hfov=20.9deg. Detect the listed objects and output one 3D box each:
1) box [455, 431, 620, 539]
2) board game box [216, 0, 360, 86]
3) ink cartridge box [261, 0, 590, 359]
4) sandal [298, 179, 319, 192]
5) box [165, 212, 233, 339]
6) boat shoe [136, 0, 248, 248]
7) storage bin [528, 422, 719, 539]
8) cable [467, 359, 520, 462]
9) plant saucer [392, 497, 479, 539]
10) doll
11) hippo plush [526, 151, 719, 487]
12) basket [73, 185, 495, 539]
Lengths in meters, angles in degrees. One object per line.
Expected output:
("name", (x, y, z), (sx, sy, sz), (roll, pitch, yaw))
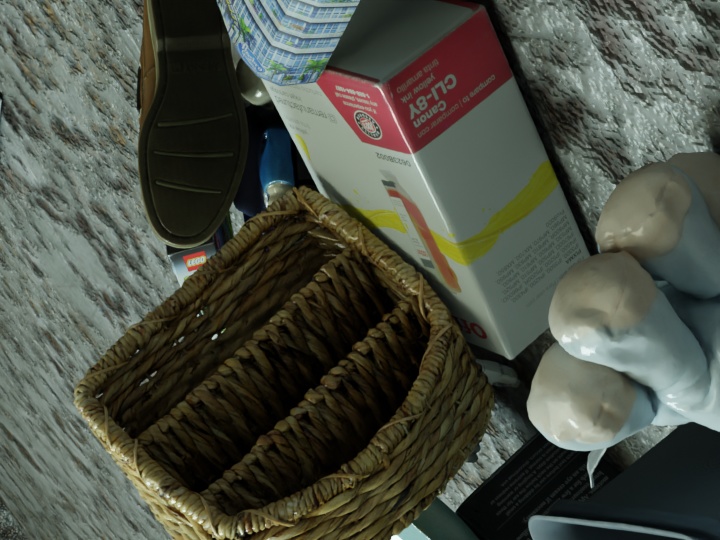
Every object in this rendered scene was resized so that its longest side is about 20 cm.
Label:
("box", (0.167, 0.226, 1.332), (0.200, 0.104, 0.148), (40, 157, 24))
("board game box", (-0.052, -0.225, 1.002), (0.200, 0.061, 0.201), (123, 132, -62))
("ink cartridge box", (0.038, -0.060, 1.142), (0.145, 0.083, 0.200), (22, 146, 53))
("sandal", (0.000, 0.000, 1.362), (0.200, 0.055, 0.082), (37, 155, 34))
("box", (-0.119, -0.047, 1.412), (0.110, 0.035, 0.200), (73, -177, -46))
("boat shoe", (-0.113, -0.108, 1.293), (0.068, 0.072, 0.201), (132, 142, -73))
("storage bin", (0.215, 0.153, 1.069), (0.146, 0.134, 0.200), (55, 160, -12))
("cable", (-0.010, 0.094, 1.356), (0.200, 0.199, 0.070), (168, 107, -66))
("plant saucer", (0.032, 0.178, 1.306), (0.201, 0.039, 0.201), (36, 160, 16))
("doll", (-0.064, -0.056, 1.331), (0.137, 0.048, 0.201), (-125, 28, -61))
("hippo plush", (0.184, 0.055, 0.932), (0.160, 0.159, 0.201), (25, 130, 28))
("basket", (-0.036, 0.075, 1.120), (0.143, 0.200, 0.149), (23, 149, 52))
